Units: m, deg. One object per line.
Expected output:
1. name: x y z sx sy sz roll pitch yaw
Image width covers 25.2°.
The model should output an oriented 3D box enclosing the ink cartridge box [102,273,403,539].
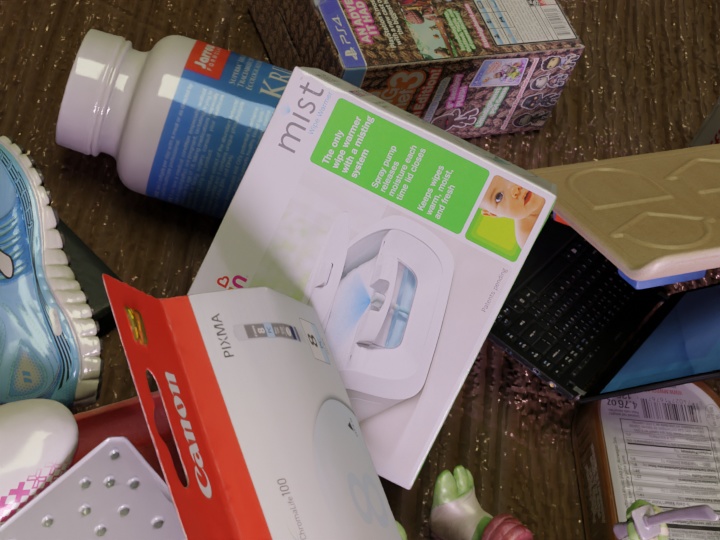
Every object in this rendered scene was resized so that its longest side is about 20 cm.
1. ink cartridge box: -0.050 0.081 0.835 0.047 0.200 0.160 -25 72 13

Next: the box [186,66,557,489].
1. box: 0.000 0.000 0.992 0.176 0.200 0.097 27 8 3

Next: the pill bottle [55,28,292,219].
1. pill bottle: -0.099 -0.094 1.090 0.200 0.112 0.112 17 50 -5

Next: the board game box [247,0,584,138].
1. board game box: 0.039 -0.185 1.216 0.200 0.097 0.160 -8 56 -23

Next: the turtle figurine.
1. turtle figurine: 0.102 0.172 0.911 0.194 0.200 0.144 25 79 34

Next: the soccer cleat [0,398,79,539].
1. soccer cleat: -0.243 0.124 0.846 0.200 0.086 0.070 -32 56 -7

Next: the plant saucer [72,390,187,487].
1. plant saucer: -0.165 0.178 0.865 0.199 0.037 0.200 -16 57 4

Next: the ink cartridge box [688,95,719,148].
1. ink cartridge box: 0.345 -0.061 1.188 0.083 0.146 0.200 -8 57 -25

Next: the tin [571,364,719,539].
1. tin: 0.200 0.148 1.052 0.112 0.042 0.200 4 53 -10

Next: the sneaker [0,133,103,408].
1. sneaker: -0.223 -0.002 0.960 0.090 0.078 0.200 -15 59 -23

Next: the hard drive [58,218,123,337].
1. hard drive: -0.260 -0.010 1.024 0.200 0.033 0.139 43 53 16

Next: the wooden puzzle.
1. wooden puzzle: 0.227 -0.034 1.112 0.185 0.046 0.200 -8 24 -19

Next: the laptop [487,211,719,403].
1. laptop: 0.178 0.003 1.090 0.200 0.103 0.177 38 37 12

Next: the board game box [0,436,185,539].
1. board game box: -0.140 0.212 0.799 0.200 0.026 0.200 -40 58 -11
